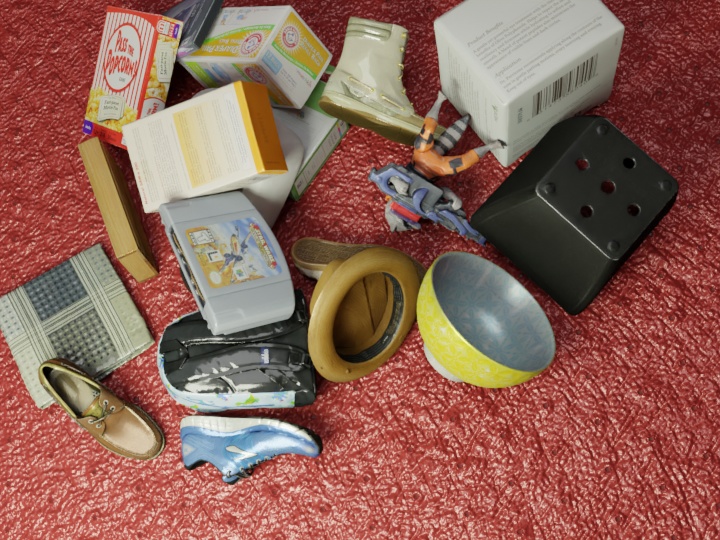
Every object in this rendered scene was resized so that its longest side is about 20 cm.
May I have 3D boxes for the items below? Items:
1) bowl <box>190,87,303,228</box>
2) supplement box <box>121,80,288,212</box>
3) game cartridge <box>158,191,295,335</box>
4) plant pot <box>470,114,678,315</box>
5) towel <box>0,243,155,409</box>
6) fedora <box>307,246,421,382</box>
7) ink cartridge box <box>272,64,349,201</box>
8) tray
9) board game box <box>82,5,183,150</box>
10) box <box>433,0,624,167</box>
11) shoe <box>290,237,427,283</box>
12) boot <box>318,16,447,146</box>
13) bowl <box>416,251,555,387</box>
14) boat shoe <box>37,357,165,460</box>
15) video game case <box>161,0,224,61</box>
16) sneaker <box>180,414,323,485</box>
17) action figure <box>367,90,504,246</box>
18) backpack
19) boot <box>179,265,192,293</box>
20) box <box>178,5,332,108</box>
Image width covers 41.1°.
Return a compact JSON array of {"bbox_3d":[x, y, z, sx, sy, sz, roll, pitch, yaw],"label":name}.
[{"bbox_3d":[-0.202,-0.147,1.379,0.200,0.075,0.200,33,106,18],"label":"bowl"},{"bbox_3d":[-0.211,-0.165,1.301,0.200,0.074,0.126,-15,90,24],"label":"supplement box"},{"bbox_3d":[-0.169,-0.016,1.260,0.133,0.042,0.200,-16,64,-28],"label":"game cartridge"},{"bbox_3d":[0.294,-0.085,1.249,0.200,0.177,0.200,43,80,2],"label":"plant pot"},{"bbox_3d":[-0.420,0.082,1.398,0.192,0.035,0.200,-30,66,-7],"label":"towel"},{"bbox_3d":[-0.010,0.049,1.273,0.201,0.201,0.082,-46,48,-10],"label":"fedora"},{"bbox_3d":[-0.087,-0.215,1.444,0.104,0.059,0.200,28,75,18],"label":"ink cartridge box"},{"bbox_3d":[-0.355,-0.089,1.413,0.037,0.099,0.200,-23,67,-2],"label":"tray"},{"bbox_3d":[-0.344,-0.287,1.440,0.151,0.046,0.200,22,101,44],"label":"board game box"},{"bbox_3d":[0.233,-0.295,1.353,0.199,0.200,0.171,-34,70,-5],"label":"box"},{"bbox_3d":[0.000,0.000,1.358,0.200,0.053,0.070,13,50,9],"label":"shoe"},{"bbox_3d":[0.054,-0.274,1.406,0.200,0.072,0.155,20,78,-10],"label":"boot"},{"bbox_3d":[0.145,0.084,1.257,0.200,0.200,0.108,54,127,22],"label":"bowl"},{"bbox_3d":[-0.357,0.193,1.303,0.200,0.068,0.072,33,80,4],"label":"boat shoe"},{"bbox_3d":[-0.286,-0.366,1.480,0.200,0.019,0.143,-12,50,43],"label":"video game case"},{"bbox_3d":[-0.145,0.241,1.275,0.200,0.079,0.089,-2,76,16],"label":"sneaker"},{"bbox_3d":[0.114,-0.124,1.360,0.200,0.105,0.194,37,102,-18],"label":"action figure"},{"bbox_3d":[-0.172,0.120,1.293,0.200,0.154,0.163,-4,69,-17],"label":"backpack"},{"bbox_3d":[-0.194,-0.003,1.357,0.097,0.075,0.200,-4,23,-25],"label":"boot"},{"bbox_3d":[-0.159,-0.317,1.423,0.200,0.112,0.101,14,69,43],"label":"box"}]
